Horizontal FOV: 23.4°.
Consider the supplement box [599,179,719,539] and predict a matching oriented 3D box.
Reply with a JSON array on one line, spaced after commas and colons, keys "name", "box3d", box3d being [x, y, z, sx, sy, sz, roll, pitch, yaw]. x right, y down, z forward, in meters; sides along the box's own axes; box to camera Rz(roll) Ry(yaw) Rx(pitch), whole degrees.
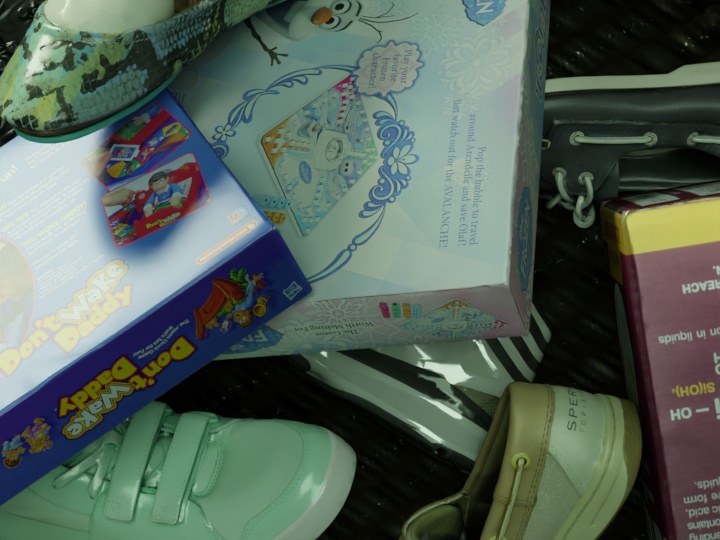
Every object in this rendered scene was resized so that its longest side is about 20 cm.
[{"name": "supplement box", "box3d": [0.171, 0.061, 0.761, 0.103, 0.131, 0.200, -9, 93, 3]}]

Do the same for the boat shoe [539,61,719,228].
[{"name": "boat shoe", "box3d": [0.111, -0.055, 0.826, 0.200, 0.073, 0.063, -8, 79, -3]}]

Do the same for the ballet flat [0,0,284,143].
[{"name": "ballet flat", "box3d": [-0.086, -0.124, 0.739, 0.074, 0.074, 0.200, 36, 42, 7]}]

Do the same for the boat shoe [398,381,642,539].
[{"name": "boat shoe", "box3d": [0.050, 0.127, 0.770, 0.066, 0.074, 0.200, 21, 116, -12]}]

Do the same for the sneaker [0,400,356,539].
[{"name": "sneaker", "box3d": [-0.108, 0.080, 0.760, 0.200, 0.118, 0.074, -8, 50, 28]}]

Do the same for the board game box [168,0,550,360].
[{"name": "board game box", "box3d": [-0.019, -0.055, 0.781, 0.199, 0.043, 0.200, -6, 53, 19]}]

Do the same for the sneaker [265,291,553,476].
[{"name": "sneaker", "box3d": [0.000, 0.000, 0.823, 0.200, 0.076, 0.115, 31, 82, 12]}]

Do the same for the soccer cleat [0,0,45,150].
[{"name": "soccer cleat", "box3d": [-0.138, -0.121, 0.802, 0.068, 0.073, 0.200, 20, 84, 12]}]

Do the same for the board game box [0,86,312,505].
[{"name": "board game box", "box3d": [-0.138, 0.012, 0.722, 0.200, 0.045, 0.134, -34, 49, -4]}]
